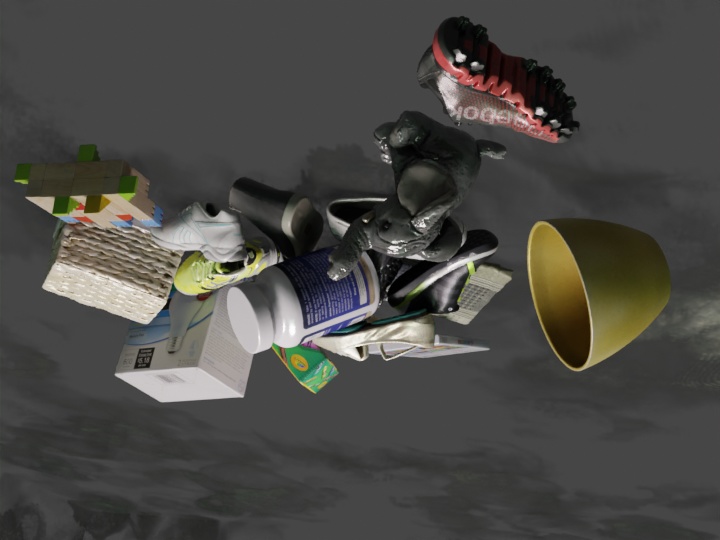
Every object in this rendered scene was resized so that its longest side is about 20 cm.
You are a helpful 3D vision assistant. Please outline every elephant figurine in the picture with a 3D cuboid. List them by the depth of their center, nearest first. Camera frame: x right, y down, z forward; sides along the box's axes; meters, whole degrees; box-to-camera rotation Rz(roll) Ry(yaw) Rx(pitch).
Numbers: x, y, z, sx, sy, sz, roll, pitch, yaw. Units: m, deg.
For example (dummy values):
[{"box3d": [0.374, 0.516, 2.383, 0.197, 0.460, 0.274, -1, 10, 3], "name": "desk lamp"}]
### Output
[{"box3d": [0.066, -0.072, 1.057, 0.140, 0.204, 0.154, 28, 148, -32], "name": "elephant figurine"}]

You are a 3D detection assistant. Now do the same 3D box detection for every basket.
[{"box3d": [-0.392, -0.013, 1.410, 0.197, 0.126, 0.135, 22, 150, -21], "name": "basket"}]

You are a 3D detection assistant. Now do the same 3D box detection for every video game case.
[{"box3d": [0.122, 0.133, 1.555, 0.141, 0.018, 0.199, -10, 168, 32], "name": "video game case"}]

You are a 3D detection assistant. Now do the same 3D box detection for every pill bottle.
[{"box3d": [-0.080, 0.039, 1.244, 0.197, 0.118, 0.116, -19, 168, -32], "name": "pill bottle"}]

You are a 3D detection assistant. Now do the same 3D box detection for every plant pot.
[{"box3d": [0.325, 0.016, 1.187, 0.139, 0.203, 0.201, -14, 154, -8], "name": "plant pot"}]

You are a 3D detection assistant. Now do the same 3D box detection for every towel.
[{"box3d": [0.118, 0.013, 1.400, 0.196, 0.035, 0.193, 18, 149, -10], "name": "towel"}]

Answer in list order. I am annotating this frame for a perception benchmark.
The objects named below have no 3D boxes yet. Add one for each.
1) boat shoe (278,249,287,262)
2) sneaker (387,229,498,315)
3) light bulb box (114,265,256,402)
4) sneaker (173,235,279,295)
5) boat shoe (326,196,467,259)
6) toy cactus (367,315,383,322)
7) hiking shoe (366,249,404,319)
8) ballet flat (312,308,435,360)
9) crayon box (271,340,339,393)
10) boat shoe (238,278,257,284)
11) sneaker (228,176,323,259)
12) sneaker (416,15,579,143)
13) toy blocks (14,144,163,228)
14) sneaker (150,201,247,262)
[{"box3d": [-0.061, 0.040, 1.376, 0.071, 0.201, 0.069, -30, 161, -18], "name": "boat shoe"}, {"box3d": [0.129, 0.015, 1.291, 0.198, 0.072, 0.083, -32, 108, 30], "name": "sneaker"}, {"box3d": [-0.283, 0.103, 1.511, 0.195, 0.204, 0.125, -8, 147, 31], "name": "light bulb box"}, {"box3d": [-0.223, -0.012, 1.390, 0.197, 0.077, 0.076, -20, 174, 29], "name": "sneaker"}, {"box3d": [0.047, -0.068, 1.225, 0.196, 0.073, 0.066, 11, 159, 16], "name": "boat shoe"}, {"box3d": [-0.017, 0.083, 1.489, 0.162, 0.104, 0.200, 10, 165, 22], "name": "toy cactus"}, {"box3d": [0.000, 0.000, 1.342, 0.100, 0.076, 0.201, 36, 148, 9], "name": "hiking shoe"}, {"box3d": [0.015, 0.102, 1.294, 0.196, 0.064, 0.067, -11, -176, 24], "name": "ballet flat"}, {"box3d": [-0.099, 0.126, 1.435, 0.119, 0.058, 0.200, 50, 175, 12], "name": "crayon box"}, {"box3d": [-0.151, 0.041, 1.464, 0.071, 0.071, 0.200, 31, -174, 14], "name": "boat shoe"}, {"box3d": [-0.118, -0.075, 1.281, 0.105, 0.076, 0.201, 24, 163, 14], "name": "sneaker"}, {"box3d": [0.143, -0.189, 0.954, 0.198, 0.072, 0.098, 25, 149, -23], "name": "sneaker"}, {"box3d": [-0.375, -0.105, 1.283, 0.196, 0.102, 0.137, 0, 163, 16], "name": "toy blocks"}, {"box3d": [-0.240, -0.067, 1.328, 0.197, 0.082, 0.070, 11, -163, 38], "name": "sneaker"}]
